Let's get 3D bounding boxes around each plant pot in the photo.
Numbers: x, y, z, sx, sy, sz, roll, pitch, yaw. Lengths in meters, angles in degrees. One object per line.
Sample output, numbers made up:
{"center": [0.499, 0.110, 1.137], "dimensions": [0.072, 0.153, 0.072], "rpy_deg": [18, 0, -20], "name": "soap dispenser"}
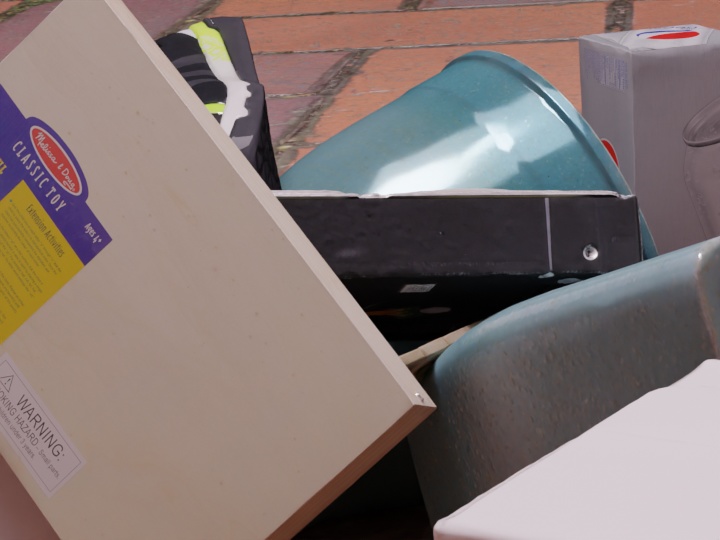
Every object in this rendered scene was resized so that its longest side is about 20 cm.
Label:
{"center": [0.129, 0.082, 0.903], "dimensions": [0.195, 0.198, 0.199], "rpy_deg": [-17, 3, -43], "name": "plant pot"}
{"center": [0.016, 0.025, 1.170], "dimensions": [0.187, 0.201, 0.200], "rpy_deg": [-26, 22, -22], "name": "plant pot"}

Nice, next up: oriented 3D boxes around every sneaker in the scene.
{"center": [-0.081, -0.055, 1.119], "dimensions": [0.082, 0.072, 0.200], "rpy_deg": [-11, 22, -3], "name": "sneaker"}

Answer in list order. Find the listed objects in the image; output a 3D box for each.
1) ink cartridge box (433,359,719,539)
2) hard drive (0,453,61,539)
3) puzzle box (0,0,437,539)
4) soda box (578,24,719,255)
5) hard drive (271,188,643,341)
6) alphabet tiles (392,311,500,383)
{"center": [0.118, 0.141, 0.616], "dimensions": [0.146, 0.202, 0.144], "rpy_deg": [5, 17, 34], "name": "ink cartridge box"}
{"center": [-0.162, 0.092, 0.916], "dimensions": [0.131, 0.202, 0.027], "rpy_deg": [-1, -13, 14], "name": "hard drive"}
{"center": [-0.082, 0.013, 0.876], "dimensions": [0.133, 0.200, 0.025], "rpy_deg": [-42, -18, 13], "name": "puzzle box"}
{"center": [0.155, -0.019, 1.248], "dimensions": [0.068, 0.202, 0.063], "rpy_deg": [-7, 14, -18], "name": "soda box"}
{"center": [0.000, 0.000, 1.007], "dimensions": [0.198, 0.038, 0.140], "rpy_deg": [-2, -12, -11], "name": "hard drive"}
{"center": [-0.032, 0.092, 0.957], "dimensions": [0.200, 0.008, 0.167], "rpy_deg": [-45, -8, 15], "name": "alphabet tiles"}
